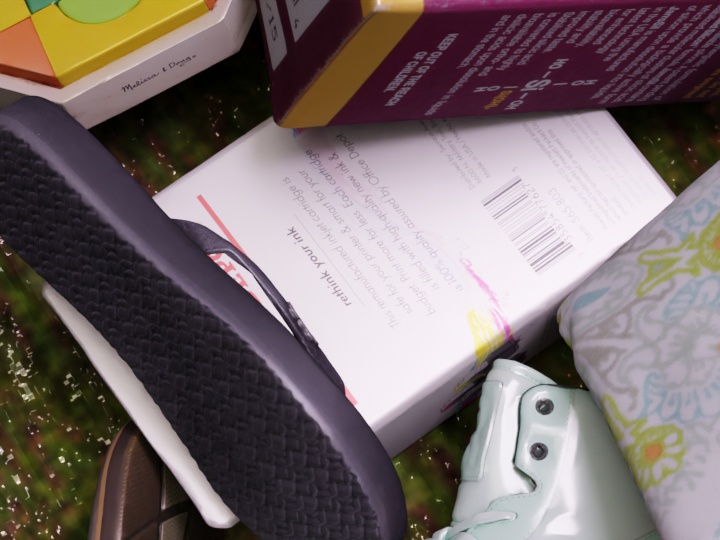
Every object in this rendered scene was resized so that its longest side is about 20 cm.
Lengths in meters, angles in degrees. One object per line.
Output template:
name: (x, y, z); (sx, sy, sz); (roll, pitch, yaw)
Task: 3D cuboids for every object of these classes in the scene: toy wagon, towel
toy wagon: (-0.112, -0.144, 0.922); (0.155, 0.040, 0.200); (-27, 63, 2)
towel: (0.155, 0.024, 0.785); (0.171, 0.048, 0.200); (-39, 41, 16)

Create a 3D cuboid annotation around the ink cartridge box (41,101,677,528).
ink cartridge box: (0.000, 0.000, 0.909); (0.200, 0.068, 0.115); (-34, 76, -11)

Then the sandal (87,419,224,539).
sandal: (-0.090, 0.145, 0.870); (0.054, 0.082, 0.200); (2, 79, 23)

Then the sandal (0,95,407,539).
sandal: (-0.049, 0.014, 0.835); (0.043, 0.076, 0.200); (-32, 74, -35)

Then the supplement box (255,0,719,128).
supplement box: (0.066, -0.130, 0.856); (0.200, 0.103, 0.131); (-4, 73, -22)

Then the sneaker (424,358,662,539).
sneaker: (0.025, 0.094, 0.876); (0.200, 0.074, 0.118); (-5, 79, -13)

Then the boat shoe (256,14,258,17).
boat shoe: (-0.008, -0.132, 0.950); (0.200, 0.072, 0.066); (-1, 78, 3)
